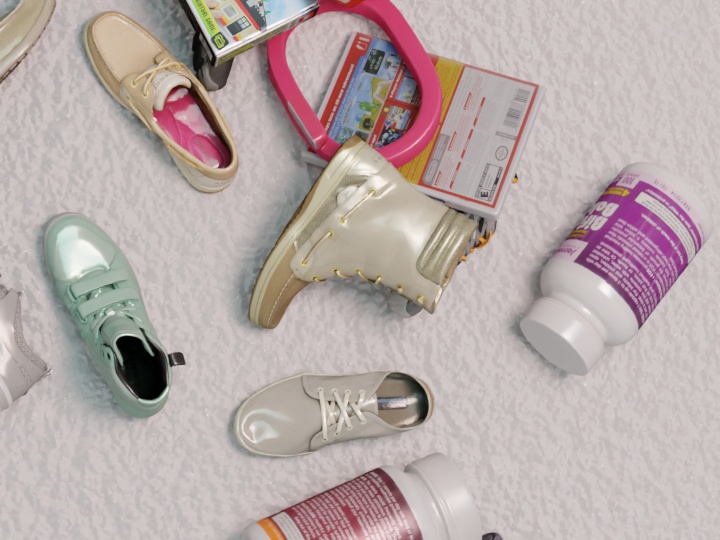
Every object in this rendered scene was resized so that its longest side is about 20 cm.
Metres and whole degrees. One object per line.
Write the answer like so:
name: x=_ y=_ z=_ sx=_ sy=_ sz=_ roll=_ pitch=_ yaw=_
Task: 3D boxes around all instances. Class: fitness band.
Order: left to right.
fitness band: x=-0.006 y=-0.183 z=1.539 sx=0.142 sy=0.038 sz=0.201 roll=-26 pitch=68 yaw=-9

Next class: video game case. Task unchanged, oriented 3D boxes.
video game case: x=0.060 y=-0.140 z=1.541 sx=0.198 sy=0.017 sz=0.144 roll=18 pitch=70 yaw=12

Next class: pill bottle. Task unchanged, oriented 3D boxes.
pill bottle: x=0.002 y=0.247 z=1.471 sx=0.198 sy=0.114 sz=0.115 roll=-22 pitch=89 yaw=-17
pill bottle: x=0.245 y=0.001 z=1.576 sx=0.112 sy=0.112 sz=0.200 roll=42 pitch=73 yaw=-7

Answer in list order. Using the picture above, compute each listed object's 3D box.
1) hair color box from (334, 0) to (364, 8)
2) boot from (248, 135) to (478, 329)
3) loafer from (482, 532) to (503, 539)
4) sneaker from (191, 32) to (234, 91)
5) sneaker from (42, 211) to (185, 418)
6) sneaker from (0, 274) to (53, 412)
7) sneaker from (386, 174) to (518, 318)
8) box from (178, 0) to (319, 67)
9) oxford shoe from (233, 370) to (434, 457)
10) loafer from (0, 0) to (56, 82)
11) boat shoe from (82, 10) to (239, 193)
hair color box: x=-0.043 y=-0.354 z=1.506 sx=0.063 sy=0.111 sz=0.202 roll=-28 pitch=81 yaw=18
boot: x=0.000 y=0.000 z=1.481 sx=0.154 sy=0.072 sz=0.201 roll=34 pitch=104 yaw=4
loafer: x=0.076 y=0.331 z=1.506 sx=0.200 sy=0.072 sz=0.063 roll=-42 pitch=99 yaw=-20
sneaker: x=-0.108 y=-0.263 z=1.531 sx=0.078 sy=0.075 sz=0.202 roll=14 pitch=79 yaw=-16
sneaker: x=-0.217 y=0.032 z=1.435 sx=0.073 sy=0.118 sz=0.202 roll=-26 pitch=89 yaw=-16
sneaker: x=-0.342 y=0.026 z=1.434 sx=0.082 sy=0.074 sz=0.202 roll=-27 pitch=97 yaw=-32
sneaker: x=0.090 y=-0.040 z=1.558 sx=0.077 sy=0.078 sz=0.202 roll=32 pitch=76 yaw=-20
box: x=-0.131 y=-0.299 z=1.469 sx=0.109 sy=0.035 sz=0.201 roll=-28 pitch=88 yaw=-12
oxford shoe: x=-0.021 y=0.129 z=1.511 sx=0.197 sy=0.058 sz=0.076 roll=-6 pitch=86 yaw=-15
loafer: x=-0.349 y=-0.187 z=1.449 sx=0.068 sy=0.076 sz=0.201 roll=42 pitch=74 yaw=-13
boat shoe: x=-0.178 y=-0.163 z=1.498 sx=0.074 sy=0.069 sz=0.200 roll=-43 pitch=95 yaw=-17
